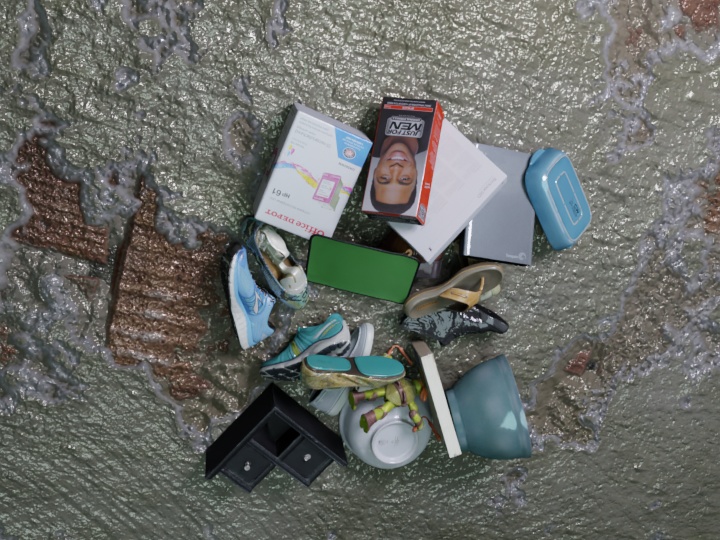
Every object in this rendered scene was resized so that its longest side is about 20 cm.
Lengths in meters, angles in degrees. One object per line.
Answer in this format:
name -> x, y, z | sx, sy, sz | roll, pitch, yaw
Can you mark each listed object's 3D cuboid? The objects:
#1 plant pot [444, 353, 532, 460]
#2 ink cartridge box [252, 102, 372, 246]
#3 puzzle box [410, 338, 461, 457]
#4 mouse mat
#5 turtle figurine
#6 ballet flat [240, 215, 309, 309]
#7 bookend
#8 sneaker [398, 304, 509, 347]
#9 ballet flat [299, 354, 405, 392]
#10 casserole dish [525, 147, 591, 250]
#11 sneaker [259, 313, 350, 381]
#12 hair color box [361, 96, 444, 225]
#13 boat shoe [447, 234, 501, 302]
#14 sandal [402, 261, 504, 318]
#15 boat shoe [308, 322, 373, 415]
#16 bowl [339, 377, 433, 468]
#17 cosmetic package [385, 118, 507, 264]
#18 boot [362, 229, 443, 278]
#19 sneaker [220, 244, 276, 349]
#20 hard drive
plant pot -> 0.240, 0.278, 1.553 | 0.132, 0.201, 0.203 | -15, 113, 2
ink cartridge box -> -0.086, -0.163, 1.381 | 0.143, 0.085, 0.202 | 20, 107, -17
puzzle box -> 0.143, 0.239, 1.526 | 0.025, 0.133, 0.203 | -17, 99, -2
mouse mat -> 0.000, 0.000, 1.427 | 0.196, 0.008, 0.162 | 13, 148, -1
turtle figurine -> 0.067, 0.246, 1.510 | 0.159, 0.064, 0.202 | -19, 76, -26
ballet flat -> -0.142, -0.011, 1.429 | 0.074, 0.074, 0.201 | -34, 114, 4
bookend -> -0.165, 0.363, 1.561 | 0.200, 0.092, 0.198 | -44, 112, 9
sneaker -> 0.181, 0.104, 1.547 | 0.197, 0.060, 0.105 | 26, 102, -12
ballet flat -> -0.017, 0.192, 1.461 | 0.197, 0.071, 0.072 | 5, 110, -19
casserole dish -> 0.369, -0.131, 1.470 | 0.121, 0.038, 0.202 | -44, 117, -31
sneaker -> -0.104, 0.149, 1.506 | 0.198, 0.081, 0.077 | -28, 146, 18
hair color box -> 0.073, -0.185, 1.350 | 0.100, 0.061, 0.204 | 7, 81, 19
boat shoe -> 0.201, -0.027, 1.491 | 0.062, 0.073, 0.202 | -28, 112, -1
sandal -> 0.173, 0.050, 1.461 | 0.197, 0.055, 0.081 | -24, 141, 8
boat shoe -> -0.040, 0.185, 1.529 | 0.071, 0.070, 0.203 | 21, 107, -19
bowl -> 0.060, 0.317, 1.588 | 0.197, 0.091, 0.205 | -4, 111, -10
cosmetic package -> 0.134, -0.136, 1.390 | 0.200, 0.052, 0.151 | -46, 76, 3
boot -> 0.066, -0.092, 1.448 | 0.185, 0.069, 0.204 | 4, 104, 3
sneaker -> -0.199, 0.041, 1.452 | 0.089, 0.079, 0.203 | -16, 122, -15
hard drive -> 0.249, -0.116, 1.439 | 0.137, 0.033, 0.204 | 8, 84, -19
